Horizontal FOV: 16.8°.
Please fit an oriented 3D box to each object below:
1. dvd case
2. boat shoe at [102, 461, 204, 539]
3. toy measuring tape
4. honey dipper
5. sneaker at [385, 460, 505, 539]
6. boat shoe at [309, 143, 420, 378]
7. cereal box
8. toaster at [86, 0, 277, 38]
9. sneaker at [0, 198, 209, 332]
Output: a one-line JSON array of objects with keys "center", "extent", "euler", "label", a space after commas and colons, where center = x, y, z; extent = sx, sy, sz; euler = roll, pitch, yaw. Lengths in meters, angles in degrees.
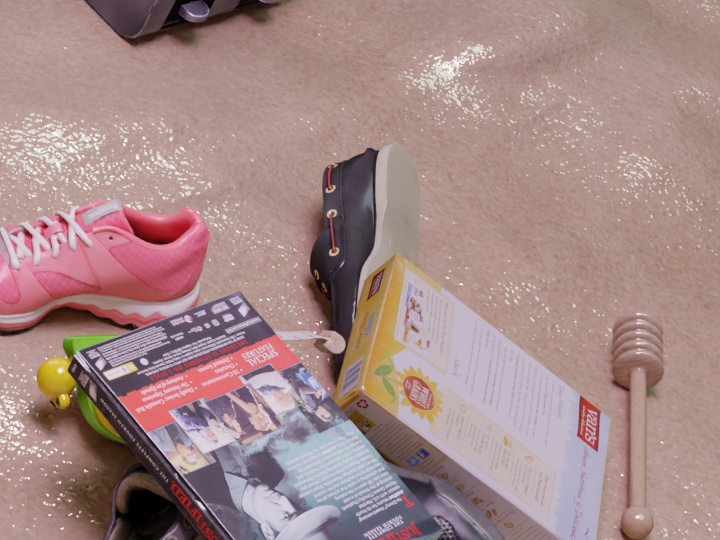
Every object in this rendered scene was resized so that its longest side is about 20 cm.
[{"center": [-0.061, 0.106, 1.428], "extent": [0.200, 0.022, 0.146], "euler": [47, 39, 18], "label": "dvd case"}, {"center": [-0.112, 0.139, 1.422], "extent": [0.065, 0.072, 0.201], "euler": [49, 44, -33], "label": "boat shoe"}, {"center": [-0.105, 0.073, 1.527], "extent": [0.199, 0.074, 0.074], "euler": [-1, 45, -22], "label": "toy measuring tape"}, {"center": [0.195, 0.110, 1.704], "extent": [0.038, 0.038, 0.201], "euler": [18, 41, -12], "label": "honey dipper"}, {"center": [-0.009, 0.160, 1.491], "extent": [0.199, 0.076, 0.114], "euler": [30, 39, 9], "label": "sneaker"}, {"center": [0.001, 0.002, 1.692], "extent": [0.074, 0.063, 0.202], "euler": [52, 32, -44], "label": "boat shoe"}, {"center": [0.076, 0.097, 1.599], "extent": [0.200, 0.039, 0.144], "euler": [38, 35, -17], "label": "cereal box"}, {"center": [-0.148, -0.283, 1.877], "extent": [0.200, 0.119, 0.180], "euler": [45, 40, 21], "label": "toaster"}, {"center": [-0.188, -0.016, 1.572], "extent": [0.199, 0.087, 0.074], "euler": [0, 44, -31], "label": "sneaker"}]
